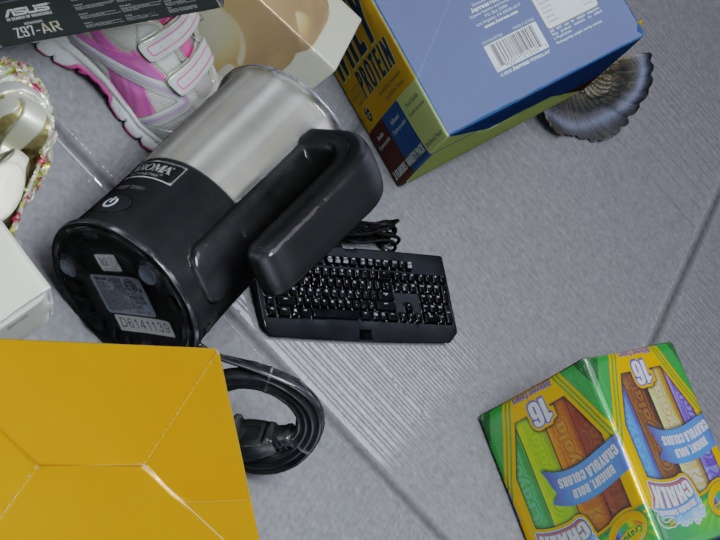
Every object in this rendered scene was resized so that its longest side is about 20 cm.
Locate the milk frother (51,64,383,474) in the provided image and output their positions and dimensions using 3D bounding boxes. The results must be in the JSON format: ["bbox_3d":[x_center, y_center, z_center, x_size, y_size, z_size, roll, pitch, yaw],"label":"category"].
[{"bbox_3d":[-0.073,0.003,1.176,0.188,0.179,0.201,-47,144,-36],"label":"milk frother"}]

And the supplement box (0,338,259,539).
[{"bbox_3d":[-0.194,0.136,0.923,0.196,0.200,0.134,5,62,-42],"label":"supplement box"}]

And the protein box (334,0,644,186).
[{"bbox_3d":[0.079,-0.213,1.408,0.198,0.135,0.201,-28,85,-20],"label":"protein box"}]

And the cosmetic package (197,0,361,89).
[{"bbox_3d":[-0.109,-0.209,1.305,0.200,0.105,0.071,40,43,-16],"label":"cosmetic package"}]

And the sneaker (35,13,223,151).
[{"bbox_3d":[-0.147,-0.156,1.243,0.199,0.088,0.082,37,44,-22],"label":"sneaker"}]

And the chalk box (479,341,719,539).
[{"bbox_3d":[0.202,0.174,1.345,0.123,0.125,0.201,-5,67,-46],"label":"chalk box"}]

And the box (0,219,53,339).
[{"bbox_3d":[-0.272,-0.030,0.980,0.109,0.128,0.201,-36,89,-12],"label":"box"}]

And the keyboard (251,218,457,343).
[{"bbox_3d":[0.000,0.000,1.324,0.199,0.040,0.105,4,63,-44],"label":"keyboard"}]

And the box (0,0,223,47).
[{"bbox_3d":[-0.188,-0.233,1.181,0.044,0.198,0.161,65,21,-55],"label":"box"}]

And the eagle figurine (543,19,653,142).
[{"bbox_3d":[0.189,-0.200,1.596,0.200,0.150,0.153,-11,115,-77],"label":"eagle figurine"}]

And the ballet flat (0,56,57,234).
[{"bbox_3d":[-0.228,-0.069,1.127,0.075,0.064,0.201,31,46,-27],"label":"ballet flat"}]
